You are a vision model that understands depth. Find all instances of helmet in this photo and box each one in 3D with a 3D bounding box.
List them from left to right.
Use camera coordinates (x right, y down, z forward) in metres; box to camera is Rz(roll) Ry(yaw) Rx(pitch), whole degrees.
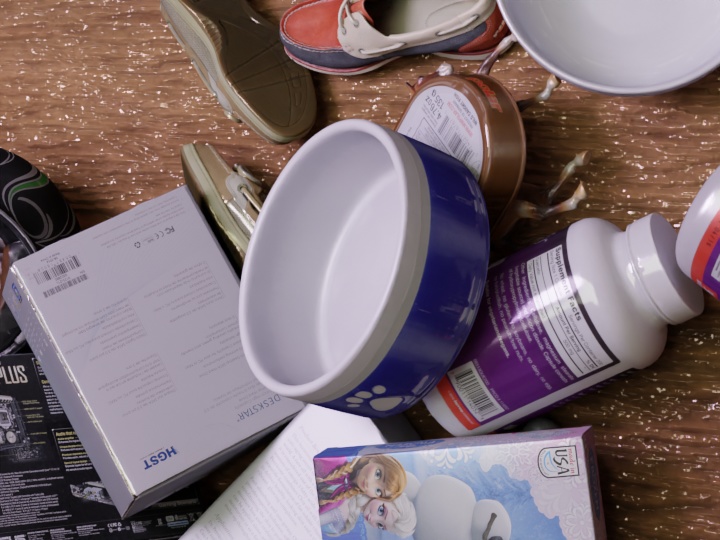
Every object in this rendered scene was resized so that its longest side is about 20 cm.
[{"bbox_3d":[-0.322,-0.013,1.644,0.199,0.191,0.201,0,103,-2],"label":"helmet"}]

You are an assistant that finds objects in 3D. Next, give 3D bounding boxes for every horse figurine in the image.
[{"bbox_3d":[0.105,-0.082,1.482,0.132,0.050,0.201,-32,73,36],"label":"horse figurine"}]

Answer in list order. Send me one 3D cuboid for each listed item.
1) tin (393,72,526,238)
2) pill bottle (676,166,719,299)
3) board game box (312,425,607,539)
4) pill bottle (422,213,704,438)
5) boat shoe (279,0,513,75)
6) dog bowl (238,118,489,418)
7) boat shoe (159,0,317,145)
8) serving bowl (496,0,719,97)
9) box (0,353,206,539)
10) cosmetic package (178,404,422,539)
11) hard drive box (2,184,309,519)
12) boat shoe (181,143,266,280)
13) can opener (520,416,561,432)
[{"bbox_3d":[0.053,-0.056,1.475,0.112,0.042,0.201,60,136,37],"label":"tin"},{"bbox_3d":[0.311,0.008,1.298,0.200,0.112,0.113,40,102,24],"label":"pill bottle"},{"bbox_3d":[0.076,0.218,1.403,0.198,0.043,0.201,-7,95,17],"label":"board game box"},{"bbox_3d":[0.136,0.036,1.410,0.199,0.112,0.113,-27,69,23],"label":"pill bottle"},{"bbox_3d":[0.021,-0.194,1.538,0.199,0.063,0.072,2,74,27],"label":"boat shoe"},{"bbox_3d":[0.000,0.000,1.408,0.200,0.078,0.201,-30,50,45],"label":"dog bowl"},{"bbox_3d":[-0.103,-0.171,1.621,0.201,0.073,0.063,51,149,23],"label":"boat shoe"},{"bbox_3d":[0.195,-0.215,1.432,0.199,0.066,0.202,-2,79,9],"label":"serving bowl"},{"bbox_3d":[-0.237,0.153,1.549,0.086,0.199,0.165,-38,64,44],"label":"box"},{"bbox_3d":[-0.040,0.185,1.511,0.200,0.071,0.102,-46,63,16],"label":"cosmetic package"},{"bbox_3d":[-0.157,0.061,1.519,0.155,0.077,0.201,-25,80,-22],"label":"hard drive box"},{"bbox_3d":[-0.077,-0.026,1.568,0.063,0.073,0.201,-27,59,-14],"label":"boat shoe"},{"bbox_3d":[0.071,0.186,1.443,0.200,0.067,0.053,-54,25,14],"label":"can opener"}]
